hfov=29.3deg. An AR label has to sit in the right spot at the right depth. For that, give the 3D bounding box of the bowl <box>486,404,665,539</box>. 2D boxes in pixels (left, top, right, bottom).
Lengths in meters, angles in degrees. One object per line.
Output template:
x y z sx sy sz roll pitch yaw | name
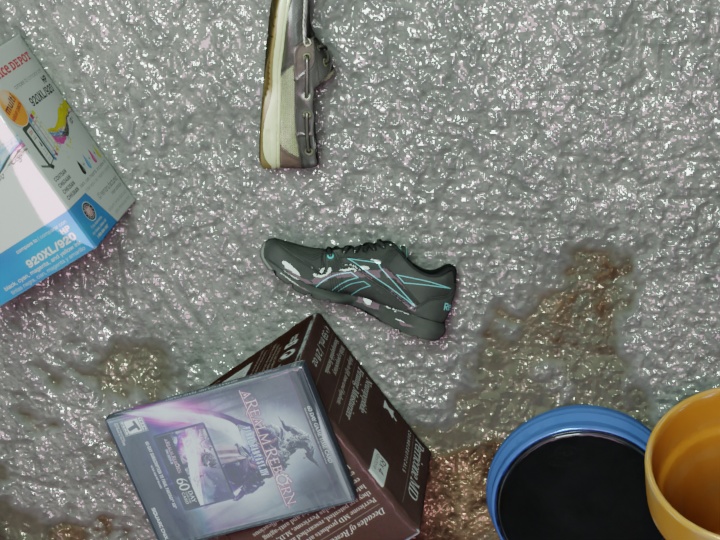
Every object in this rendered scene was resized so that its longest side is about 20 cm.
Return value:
0.230 0.237 1.418 0.200 0.039 0.201 2 111 6 | bowl

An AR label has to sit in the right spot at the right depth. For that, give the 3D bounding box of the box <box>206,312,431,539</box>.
-0.056 0.185 1.366 0.164 0.166 0.200 -35 103 17 | box

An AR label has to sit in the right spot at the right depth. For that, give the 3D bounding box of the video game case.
-0.119 0.173 1.272 0.199 0.019 0.143 -16 107 15 | video game case

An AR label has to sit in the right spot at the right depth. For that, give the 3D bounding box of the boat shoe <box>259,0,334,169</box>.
-0.057 -0.190 1.282 0.065 0.073 0.201 5 115 -6 | boat shoe

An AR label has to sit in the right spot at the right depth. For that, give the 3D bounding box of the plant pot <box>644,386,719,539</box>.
0.378 0.244 1.329 0.199 0.201 0.184 -4 130 9 | plant pot

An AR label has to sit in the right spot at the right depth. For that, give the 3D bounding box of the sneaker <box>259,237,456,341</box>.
0.000 0.000 1.349 0.199 0.075 0.079 21 101 -9 | sneaker

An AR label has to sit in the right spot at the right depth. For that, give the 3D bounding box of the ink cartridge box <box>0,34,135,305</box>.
-0.342 -0.093 1.308 0.144 0.147 0.200 -29 105 16 | ink cartridge box
